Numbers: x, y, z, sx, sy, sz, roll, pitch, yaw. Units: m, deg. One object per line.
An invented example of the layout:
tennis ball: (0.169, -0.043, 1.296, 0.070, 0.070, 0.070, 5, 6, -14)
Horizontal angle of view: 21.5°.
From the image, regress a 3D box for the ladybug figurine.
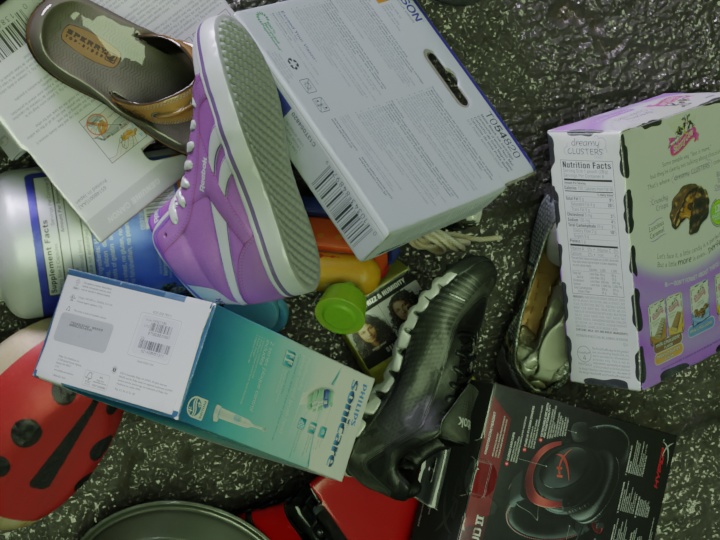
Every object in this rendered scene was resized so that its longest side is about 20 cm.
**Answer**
ladybug figurine: (-0.241, 0.120, 1.415, 0.136, 0.072, 0.200, 13, 118, -41)

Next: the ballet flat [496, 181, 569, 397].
ballet flat: (0.165, 0.011, 1.509, 0.072, 0.072, 0.201, 15, 97, -14)

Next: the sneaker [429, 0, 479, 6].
sneaker: (0.035, -0.281, 1.414, 0.076, 0.091, 0.200, -42, 107, -12)

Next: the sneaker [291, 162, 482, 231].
sneaker: (0.010, -0.105, 1.465, 0.200, 0.078, 0.090, 25, 74, -16)

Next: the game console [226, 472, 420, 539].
game console: (0.007, 0.233, 1.517, 0.200, 0.172, 0.119, 56, 44, -15)

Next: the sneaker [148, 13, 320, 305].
sneaker: (-0.108, -0.070, 1.309, 0.114, 0.073, 0.201, -9, 99, 26)

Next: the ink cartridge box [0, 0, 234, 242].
ink cartridge box: (-0.177, -0.144, 1.380, 0.200, 0.045, 0.176, -41, 99, -22)

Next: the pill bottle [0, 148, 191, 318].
pill bottle: (-0.213, -0.025, 1.402, 0.199, 0.112, 0.112, -9, 102, -9)

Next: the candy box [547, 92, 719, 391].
candy box: (0.229, -0.028, 1.471, 0.168, 0.071, 0.201, -19, 107, -46)

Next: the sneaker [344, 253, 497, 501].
sneaker: (0.058, 0.086, 1.407, 0.090, 0.066, 0.200, 35, 96, 29)

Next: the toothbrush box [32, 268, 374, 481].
toothbrush box: (-0.109, 0.077, 1.357, 0.200, 0.146, 0.086, 30, 76, -50)

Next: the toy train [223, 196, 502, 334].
toy train: (0.000, 0.000, 1.413, 0.199, 0.116, 0.085, 6, 135, 9)

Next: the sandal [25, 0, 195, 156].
sandal: (-0.139, -0.140, 1.341, 0.200, 0.055, 0.082, 28, 73, -16)

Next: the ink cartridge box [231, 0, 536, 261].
ink cartridge box: (0.013, -0.118, 1.391, 0.041, 0.200, 0.200, -42, 77, 39)

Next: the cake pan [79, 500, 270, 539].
cake pan: (-0.143, 0.276, 1.479, 0.200, 0.037, 0.201, 2, 112, 5)

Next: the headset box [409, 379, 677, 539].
headset box: (0.133, 0.174, 1.473, 0.200, 0.075, 0.149, 17, 83, -26)

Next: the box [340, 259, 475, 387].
box: (0.052, 0.094, 1.510, 0.075, 0.050, 0.200, -31, 106, -5)
